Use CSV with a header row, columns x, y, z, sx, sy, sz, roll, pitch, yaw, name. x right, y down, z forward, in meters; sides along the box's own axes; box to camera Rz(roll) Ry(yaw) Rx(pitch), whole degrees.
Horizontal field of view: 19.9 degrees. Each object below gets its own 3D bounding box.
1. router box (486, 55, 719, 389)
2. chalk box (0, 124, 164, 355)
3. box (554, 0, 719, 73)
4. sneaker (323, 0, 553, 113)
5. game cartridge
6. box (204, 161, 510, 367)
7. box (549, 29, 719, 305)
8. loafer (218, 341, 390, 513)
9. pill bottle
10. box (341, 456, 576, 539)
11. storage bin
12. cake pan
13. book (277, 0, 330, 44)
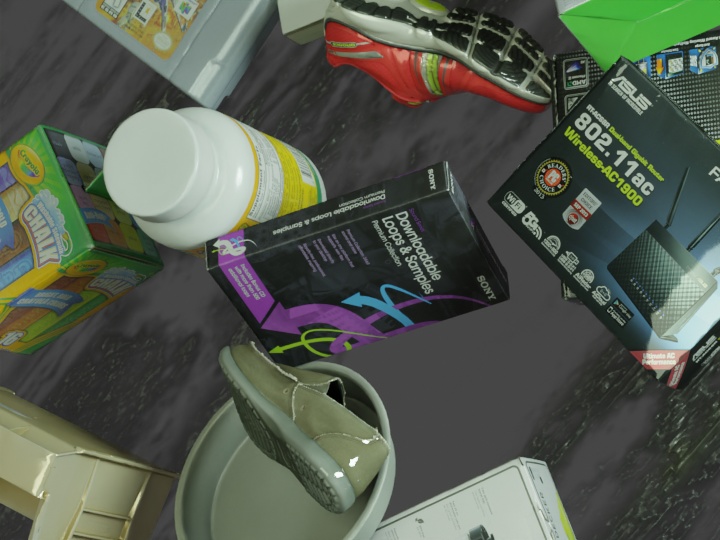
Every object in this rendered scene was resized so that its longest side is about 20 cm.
x,y,z,sx,sy,sz,roll,pitch,yaw,name
0.212,-0.035,1.491,0.150,0.062,0.200,-48,66,11,router box
-0.255,-0.033,1.719,0.200,0.124,0.124,-32,70,18,chalk box
0.235,-0.275,1.525,0.199,0.097,0.177,-23,55,20,box
0.064,-0.164,1.632,0.199,0.077,0.085,23,129,14,sneaker
-0.162,-0.244,1.760,0.200,0.041,0.133,37,102,25,game cartridge
0.000,0.000,1.577,0.199,0.143,0.036,-19,47,14,box
0.245,-0.079,1.541,0.199,0.047,0.194,-5,78,25,box
-0.042,0.112,1.568,0.070,0.075,0.200,-30,42,-16,loafer
-0.116,-0.065,1.617,0.112,0.200,0.113,-4,79,24,pill bottle
0.068,0.235,1.565,0.200,0.060,0.117,-28,71,18,box
-0.281,0.159,1.660,0.199,0.198,0.094,23,88,26,storage bin
-0.055,0.167,1.605,0.200,0.037,0.201,-20,49,25,cake pan
0.019,-0.282,1.682,0.199,0.048,0.134,-19,72,24,book
